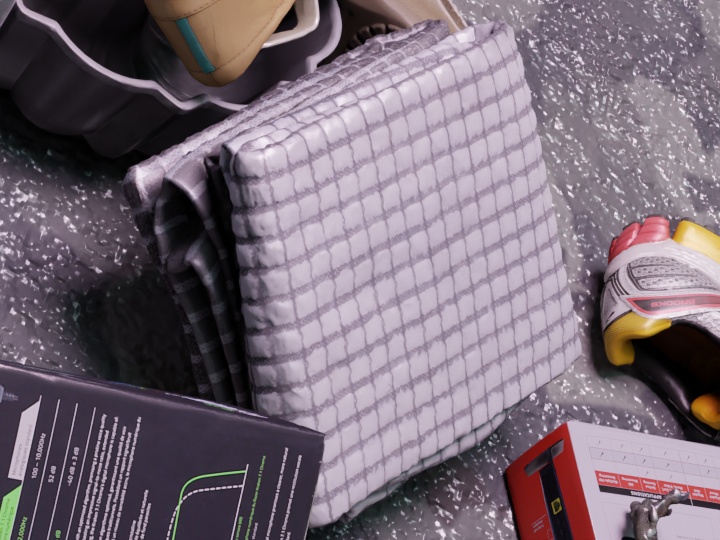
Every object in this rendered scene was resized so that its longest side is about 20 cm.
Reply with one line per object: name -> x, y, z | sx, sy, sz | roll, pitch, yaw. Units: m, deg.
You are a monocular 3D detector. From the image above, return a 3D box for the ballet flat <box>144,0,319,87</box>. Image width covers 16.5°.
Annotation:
ballet flat -> -0.029, -0.138, 1.062 | 0.200, 0.068, 0.063 | -45, 119, -47

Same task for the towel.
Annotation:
towel -> 0.000, 0.000, 1.022 | 0.200, 0.085, 0.167 | -30, 116, -45

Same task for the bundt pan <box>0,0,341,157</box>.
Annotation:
bundt pan -> -0.110, -0.133, 1.079 | 0.201, 0.076, 0.203 | 22, 47, -27

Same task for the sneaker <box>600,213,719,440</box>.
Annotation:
sneaker -> 0.198, 0.059, 1.206 | 0.199, 0.078, 0.082 | 29, 47, -7

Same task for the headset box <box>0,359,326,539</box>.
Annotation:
headset box -> -0.144, 0.069, 0.806 | 0.199, 0.174, 0.094 | 14, 86, -31

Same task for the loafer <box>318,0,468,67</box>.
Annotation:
loafer -> 0.014, -0.118, 1.175 | 0.200, 0.076, 0.067 | 48, 47, 0

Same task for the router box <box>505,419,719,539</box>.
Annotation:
router box -> 0.171, 0.168, 1.108 | 0.199, 0.049, 0.181 | 13, 52, -34

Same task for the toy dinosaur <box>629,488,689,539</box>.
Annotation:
toy dinosaur -> 0.147, 0.139, 1.040 | 0.199, 0.047, 0.089 | 25, 52, -19

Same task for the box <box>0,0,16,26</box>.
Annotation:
box -> -0.201, -0.166, 0.889 | 0.199, 0.124, 0.098 | 30, 44, -12
